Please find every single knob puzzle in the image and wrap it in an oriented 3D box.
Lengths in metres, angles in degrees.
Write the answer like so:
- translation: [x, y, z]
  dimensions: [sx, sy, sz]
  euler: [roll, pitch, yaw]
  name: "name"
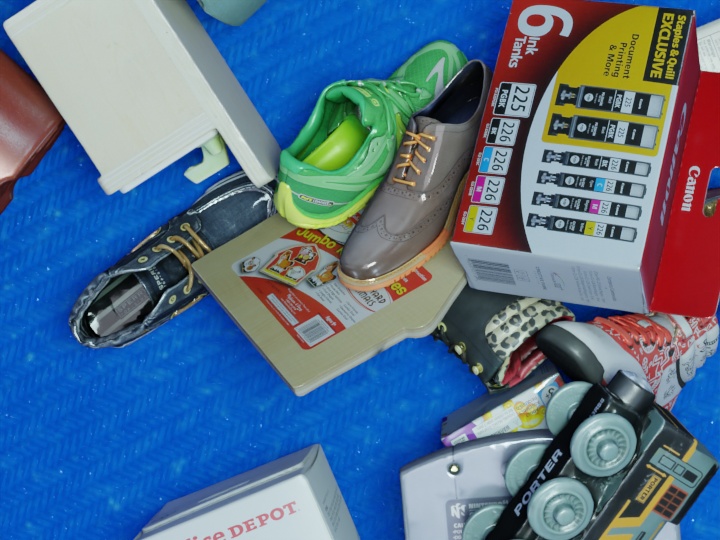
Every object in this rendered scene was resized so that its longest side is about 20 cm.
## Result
- translation: [0.000, 0.000, 1.205]
  dimensions: [0.219, 0.220, 0.030]
  euler: [-15, 129, 4]
  name: "knob puzzle"

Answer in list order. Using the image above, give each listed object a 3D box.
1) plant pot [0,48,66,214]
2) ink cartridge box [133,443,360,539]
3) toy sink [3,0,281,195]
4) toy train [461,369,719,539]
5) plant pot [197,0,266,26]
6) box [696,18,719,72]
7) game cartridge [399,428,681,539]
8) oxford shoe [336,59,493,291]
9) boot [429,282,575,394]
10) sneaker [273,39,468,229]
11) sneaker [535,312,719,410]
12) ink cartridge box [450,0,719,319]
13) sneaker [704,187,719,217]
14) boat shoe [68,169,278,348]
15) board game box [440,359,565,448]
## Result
- translation: [-0.338, -0.119, 1.231]
  dimensions: [0.195, 0.201, 0.201]
  euler: [36, 95, -8]
  name: "plant pot"
- translation: [-0.064, 0.255, 1.256]
  dimensions: [0.145, 0.145, 0.200]
  euler: [-22, 93, 5]
  name: "ink cartridge box"
- translation: [-0.161, -0.132, 1.234]
  dimensions: [0.112, 0.130, 0.200]
  euler: [-32, 102, 9]
  name: "toy sink"
- translation: [0.155, 0.166, 1.130]
  dimensions: [0.114, 0.085, 0.200]
  euler: [31, 98, -18]
  name: "toy train"
- translation: [-0.081, -0.299, 1.205]
  dimensions: [0.200, 0.200, 0.196]
  euler: [42, 102, -1]
  name: "plant pot"
- translation: [0.224, -0.123, 1.250]
  dimensions: [0.200, 0.078, 0.095]
  euler: [-20, 92, 4]
  name: "box"
- translation: [0.131, 0.183, 1.194]
  dimensions: [0.200, 0.042, 0.133]
  euler: [-4, 90, 5]
  name: "game cartridge"
- translation: [0.040, -0.071, 1.185]
  dimensions: [0.071, 0.073, 0.200]
  euler: [16, 56, 34]
  name: "oxford shoe"
- translation: [0.046, 0.039, 1.243]
  dimensions: [0.203, 0.073, 0.154]
  euler: [-38, 61, 1]
  name: "boot"
- translation: [0.015, -0.111, 1.231]
  dimensions: [0.074, 0.084, 0.200]
  euler: [34, 63, 25]
  name: "sneaker"
- translation: [0.202, 0.049, 1.216]
  dimensions: [0.067, 0.201, 0.108]
  euler: [39, 89, 33]
  name: "sneaker"
- translation: [0.174, -0.080, 1.137]
  dimensions: [0.175, 0.084, 0.200]
  euler: [8, 69, 18]
  name: "ink cartridge box"
- translation: [0.221, -0.030, 1.242]
  dimensions: [0.200, 0.090, 0.075]
  euler: [-11, 115, -36]
  name: "sneaker"
- translation: [-0.135, -0.005, 1.269]
  dimensions: [0.200, 0.091, 0.071]
  euler: [-39, 91, 5]
  name: "boat shoe"
- translation: [0.155, 0.182, 1.261]
  dimensions: [0.103, 0.105, 0.200]
  euler: [-31, 91, 5]
  name: "board game box"
